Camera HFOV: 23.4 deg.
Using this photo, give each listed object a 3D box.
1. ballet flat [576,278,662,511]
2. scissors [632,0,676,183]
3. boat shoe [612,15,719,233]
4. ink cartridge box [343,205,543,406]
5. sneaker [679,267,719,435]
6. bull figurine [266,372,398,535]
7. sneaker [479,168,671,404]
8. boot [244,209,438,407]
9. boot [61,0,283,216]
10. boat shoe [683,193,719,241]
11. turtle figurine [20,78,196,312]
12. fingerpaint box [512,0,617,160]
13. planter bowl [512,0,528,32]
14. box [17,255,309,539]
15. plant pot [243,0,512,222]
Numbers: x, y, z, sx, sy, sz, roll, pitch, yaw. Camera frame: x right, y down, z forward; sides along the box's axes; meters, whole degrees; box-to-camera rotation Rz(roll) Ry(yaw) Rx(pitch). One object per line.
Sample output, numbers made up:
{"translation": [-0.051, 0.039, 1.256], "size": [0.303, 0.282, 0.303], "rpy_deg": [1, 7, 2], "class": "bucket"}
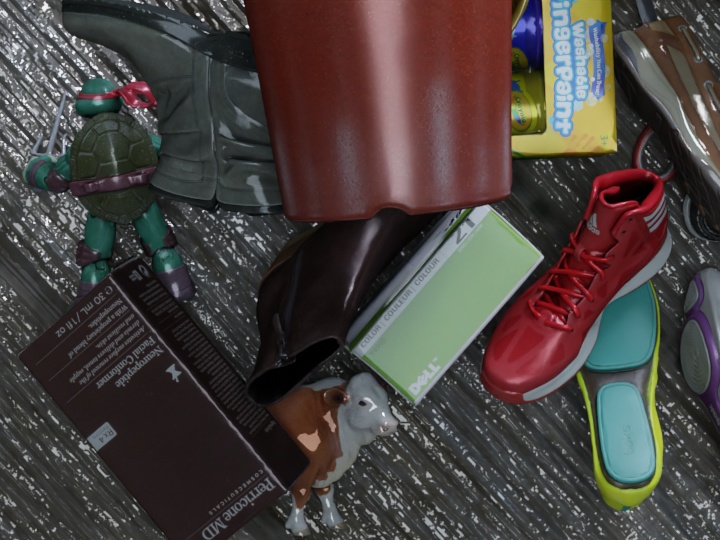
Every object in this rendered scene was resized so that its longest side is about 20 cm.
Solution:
{"translation": [0.196, 0.090, 1.321], "size": [0.066, 0.067, 0.201], "rpy_deg": [-1, 58, 6], "class": "ballet flat"}
{"translation": [0.242, -0.160, 1.351], "size": [0.073, 0.014, 0.201], "rpy_deg": [-5, 91, 1], "class": "scissors"}
{"translation": [0.262, -0.106, 1.296], "size": [0.072, 0.076, 0.201], "rpy_deg": [-29, 79, -4], "class": "boat shoe"}
{"translation": [0.060, 0.022, 1.256], "size": [0.076, 0.200, 0.148], "rpy_deg": [41, 91, -3], "class": "ink cartridge box"}
{"translation": [0.309, 0.090, 1.331], "size": [0.099, 0.075, 0.201], "rpy_deg": [-17, 82, -15], "class": "sneaker"}
{"translation": [-0.063, 0.135, 1.310], "size": [0.199, 0.065, 0.122], "rpy_deg": [1, 92, 18], "class": "bull figurine"}
{"translation": [0.154, -0.001, 1.276], "size": [0.078, 0.116, 0.200], "rpy_deg": [30, 65, 26], "class": "sneaker"}
{"translation": [0.000, 0.000, 1.245], "size": [0.072, 0.167, 0.200], "rpy_deg": [40, 122, -22], "class": "boot"}
{"translation": [-0.132, -0.113, 1.215], "size": [0.199, 0.068, 0.131], "rpy_deg": [17, 101, 16], "class": "boot"}
{"translation": [0.347, -0.068, 1.327], "size": [0.199, 0.060, 0.074], "rpy_deg": [-17, 109, -1], "class": "boat shoe"}
{"translation": [-0.185, -0.071, 1.301], "size": [0.149, 0.101, 0.201], "rpy_deg": [-7, 100, 4], "class": "turtle figurine"}
{"translation": [0.104, -0.183, 1.314], "size": [0.166, 0.073, 0.201], "rpy_deg": [-2, 92, -1], "class": "fingerpaint box"}
{"translation": [0.034, -0.220, 1.232], "size": [0.199, 0.083, 0.202], "rpy_deg": [1, 93, 15], "class": "planter bowl"}
{"translation": [-0.141, 0.101, 1.251], "size": [0.100, 0.075, 0.200], "rpy_deg": [-40, 92, 16], "class": "box"}
{"translation": [0.015, -0.135, 1.103], "size": [0.199, 0.201, 0.197], "rpy_deg": [-6, 96, -2], "class": "plant pot"}
